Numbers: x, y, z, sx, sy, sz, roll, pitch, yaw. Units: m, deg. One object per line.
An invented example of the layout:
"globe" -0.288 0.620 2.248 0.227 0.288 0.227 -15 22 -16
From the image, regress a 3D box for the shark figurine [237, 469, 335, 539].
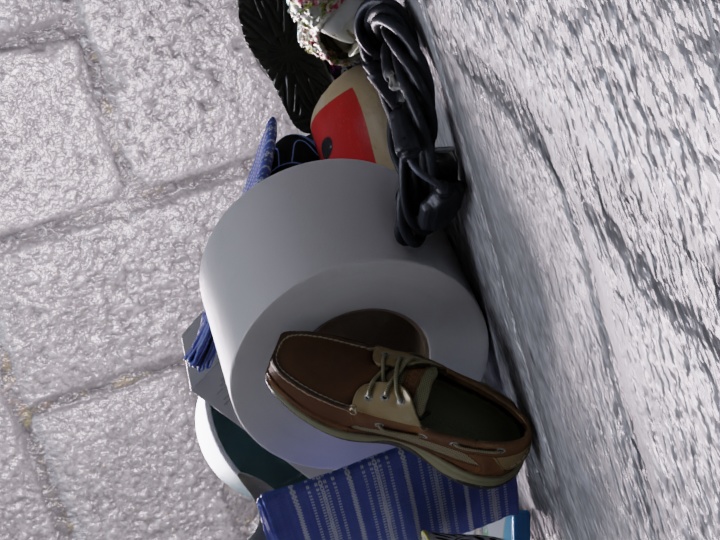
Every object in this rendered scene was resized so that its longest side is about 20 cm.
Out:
"shark figurine" -0.019 0.165 1.615 0.215 0.128 0.090 -62 -11 -48

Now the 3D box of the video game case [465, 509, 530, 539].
"video game case" 0.084 0.279 1.677 0.200 0.018 0.144 -19 68 60

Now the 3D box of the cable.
"cable" 0.027 -0.102 1.403 0.200 0.051 0.164 84 168 -78

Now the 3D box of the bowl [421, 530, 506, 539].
"bowl" 0.120 0.279 1.501 0.201 0.094 0.201 163 90 -87

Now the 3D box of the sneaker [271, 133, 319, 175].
"sneaker" -0.055 -0.047 1.691 0.078 0.070 0.201 50 -157 -50

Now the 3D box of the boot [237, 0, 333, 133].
"boot" -0.076 -0.226 1.823 0.200 0.072 0.182 -104 -1 -64

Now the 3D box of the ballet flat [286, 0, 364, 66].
"ballet flat" -0.017 -0.209 1.599 0.064 0.076 0.200 41 179 4

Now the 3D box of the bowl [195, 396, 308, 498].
"bowl" -0.077 0.140 1.880 0.105 0.200 0.201 -34 71 55

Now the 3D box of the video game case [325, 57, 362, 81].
"video game case" -0.034 -0.241 1.853 0.181 0.036 0.200 -112 5 -53

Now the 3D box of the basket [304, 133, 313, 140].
"basket" 0.000 0.000 1.772 0.200 0.136 0.181 -118 25 -48

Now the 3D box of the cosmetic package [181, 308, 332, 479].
"cosmetic package" -0.056 0.109 1.747 0.200 0.085 0.108 37 -166 -25

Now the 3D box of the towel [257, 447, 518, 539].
"towel" 0.023 0.178 1.534 0.145 0.199 0.024 77 171 -52

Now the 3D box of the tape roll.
"tape roll" -0.015 0.033 1.532 0.139 0.202 0.203 -112 5 -51

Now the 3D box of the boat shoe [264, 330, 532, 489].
"boat shoe" 0.033 0.087 1.417 0.074 0.199 0.076 120 169 -60

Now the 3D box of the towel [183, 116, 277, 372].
"towel" -0.107 -0.024 1.677 0.200 0.024 0.145 -83 14 -56

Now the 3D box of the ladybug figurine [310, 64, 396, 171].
"ladybug figurine" 0.009 -0.079 1.663 0.136 0.072 0.200 78 174 -59
